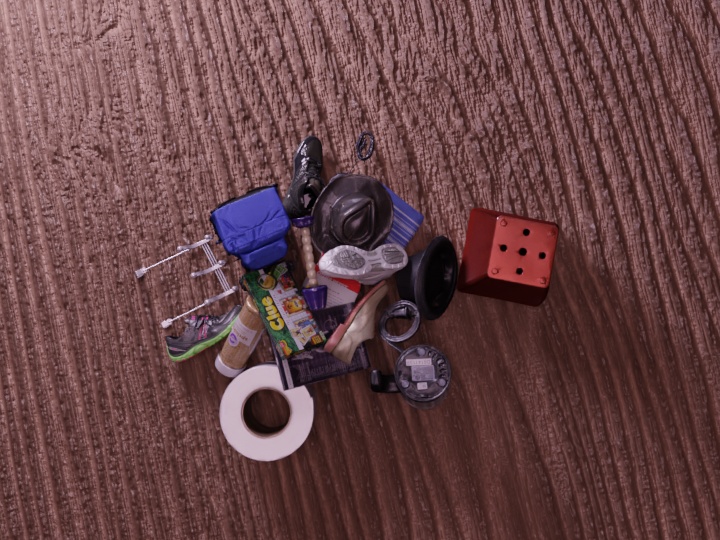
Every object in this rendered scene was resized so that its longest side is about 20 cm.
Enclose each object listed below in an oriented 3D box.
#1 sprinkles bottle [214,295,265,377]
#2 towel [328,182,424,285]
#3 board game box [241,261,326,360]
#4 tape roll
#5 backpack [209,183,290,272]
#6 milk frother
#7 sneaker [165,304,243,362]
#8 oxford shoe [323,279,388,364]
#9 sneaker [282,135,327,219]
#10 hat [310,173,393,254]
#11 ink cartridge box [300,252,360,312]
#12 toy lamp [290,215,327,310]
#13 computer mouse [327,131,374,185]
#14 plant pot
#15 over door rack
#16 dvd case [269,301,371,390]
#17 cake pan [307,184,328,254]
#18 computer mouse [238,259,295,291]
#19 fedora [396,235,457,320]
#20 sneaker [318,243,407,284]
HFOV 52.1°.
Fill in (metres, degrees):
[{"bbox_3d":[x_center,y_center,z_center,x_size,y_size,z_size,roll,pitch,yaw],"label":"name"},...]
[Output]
[{"bbox_3d":[-0.254,0.144,1.615,0.068,0.068,0.200,31,119,1],"label":"sprinkles bottle"},{"bbox_3d":[0.036,-0.084,1.659,0.145,0.024,0.200,37,81,-9],"label":"towel"},{"bbox_3d":[-0.162,0.082,1.550,0.105,0.023,0.200,-21,71,-27],"label":"board game box"},{"bbox_3d":[-0.199,0.305,1.618,0.203,0.139,0.203,0,87,-2],"label":"tape roll"},{"bbox_3d":[-0.239,-0.086,1.609,0.162,0.200,0.168,-18,96,-11],"label":"backpack"},{"bbox_3d":[0.117,0.188,1.607,0.180,0.188,0.200,14,76,8],"label":"milk frother"},{"bbox_3d":[-0.351,0.130,1.656,0.200,0.077,0.084,-31,92,-4],"label":"sneaker"},{"bbox_3d":[0.006,0.110,1.575,0.074,0.071,0.200,38,78,0],"label":"oxford shoe"},{"bbox_3d":[-0.107,-0.213,1.649,0.076,0.114,0.200,26,71,-33],"label":"sneaker"},{"bbox_3d":[-0.009,-0.112,1.588,0.200,0.081,0.201,-1,94,-14],"label":"hat"},{"bbox_3d":[-0.079,0.067,1.646,0.116,0.067,0.200,27,71,-12],"label":"ink cartridge box"},{"bbox_3d":[-0.107,-0.015,1.574,0.058,0.058,0.200,-11,96,-2],"label":"toy lamp"},{"bbox_3d":[-0.020,-0.224,1.670,0.059,0.034,0.200,26,82,17],"label":"computer mouse"},{"bbox_3d":[0.339,-0.036,1.627,0.200,0.176,0.200,11,86,-1],"label":"plant pot"},{"bbox_3d":[-0.396,0.026,1.666,0.200,0.067,0.148,-27,87,-2],"label":"over door rack"},{"bbox_3d":[-0.087,0.160,1.577,0.200,0.016,0.149,-12,82,-22],"label":"dvd case"},{"bbox_3d":[-0.022,-0.110,1.694,0.200,0.037,0.200,0,87,-1],"label":"cake pan"},{"bbox_3d":[-0.182,0.085,1.671,0.138,0.053,0.200,-22,87,-23],"label":"computer mouse"},{"bbox_3d":[0.141,0.013,1.641,0.092,0.201,0.201,5,86,30],"label":"fedora"},{"bbox_3d":[0.000,0.000,1.584,0.200,0.099,0.078,-2,58,-23],"label":"sneaker"}]
